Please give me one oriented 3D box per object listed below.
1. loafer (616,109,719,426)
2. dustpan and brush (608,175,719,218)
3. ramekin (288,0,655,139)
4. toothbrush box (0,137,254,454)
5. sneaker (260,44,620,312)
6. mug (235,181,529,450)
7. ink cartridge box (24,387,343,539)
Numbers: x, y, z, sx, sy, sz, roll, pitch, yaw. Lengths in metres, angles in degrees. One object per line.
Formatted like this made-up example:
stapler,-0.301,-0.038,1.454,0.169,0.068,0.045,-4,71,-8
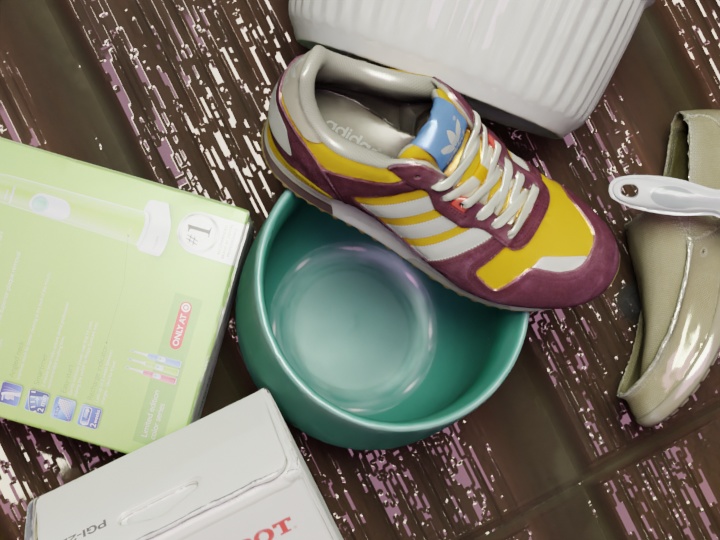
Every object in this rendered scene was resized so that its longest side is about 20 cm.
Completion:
loafer,0.186,-0.007,0.761,0.068,0.076,0.202,22,77,0
dustpan and brush,0.237,-0.031,0.701,0.198,0.057,0.141,11,101,17
ramekin,0.054,-0.148,0.703,0.199,0.200,0.106,21,96,-2
toothbrush box,-0.174,0.012,0.732,0.198,0.086,0.147,16,85,-3
sneaker,0.046,-0.042,0.635,0.198,0.090,0.075,23,70,-6
mug,0.009,0.007,0.722,0.151,0.114,0.187,15,71,-9
ink cartridge box,-0.069,0.185,0.688,0.145,0.085,0.201,-25,120,-4
